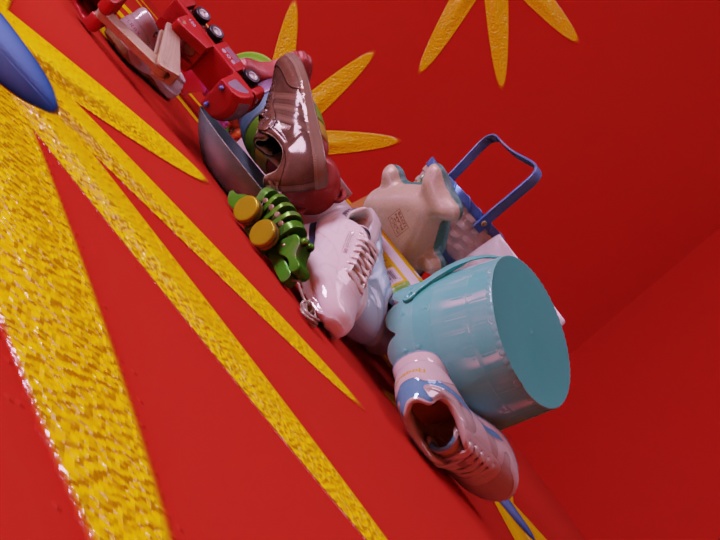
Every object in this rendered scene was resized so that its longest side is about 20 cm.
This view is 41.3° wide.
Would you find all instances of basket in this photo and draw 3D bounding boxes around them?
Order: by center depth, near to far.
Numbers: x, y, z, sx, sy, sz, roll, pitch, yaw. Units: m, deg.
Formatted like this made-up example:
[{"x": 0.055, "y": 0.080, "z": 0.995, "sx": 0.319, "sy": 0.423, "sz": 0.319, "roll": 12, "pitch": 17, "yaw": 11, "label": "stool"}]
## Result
[{"x": 0.160, "y": -0.107, "z": 1.414, "sx": 0.139, "sy": 0.199, "sz": 0.177, "roll": 49, "pitch": 2, "yaw": -28, "label": "basket"}]

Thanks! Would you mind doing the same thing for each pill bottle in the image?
[{"x": 0.000, "y": 0.000, "z": 1.232, "sx": 0.201, "sy": 0.111, "sz": 0.111, "roll": 52, "pitch": 3, "yaw": 30, "label": "pill bottle"}]

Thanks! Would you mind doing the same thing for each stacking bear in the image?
[{"x": -0.086, "y": -0.157, "z": 1.184, "sx": 0.202, "sy": 0.120, "sz": 0.114, "roll": 63, "pitch": -27, "yaw": 28, "label": "stacking bear"}]

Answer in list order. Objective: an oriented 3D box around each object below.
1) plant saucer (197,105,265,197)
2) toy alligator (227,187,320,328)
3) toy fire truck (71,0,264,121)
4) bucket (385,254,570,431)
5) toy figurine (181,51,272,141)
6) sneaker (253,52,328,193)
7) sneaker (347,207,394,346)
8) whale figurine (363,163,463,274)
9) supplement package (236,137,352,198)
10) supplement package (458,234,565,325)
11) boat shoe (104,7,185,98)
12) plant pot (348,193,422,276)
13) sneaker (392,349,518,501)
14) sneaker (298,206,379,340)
[{"x": -0.136, "y": -0.103, "z": 1.126, "sx": 0.202, "sy": 0.039, "sz": 0.201, "roll": 51, "pitch": 2, "yaw": -2, "label": "plant saucer"}, {"x": -0.073, "y": -0.028, "z": 0.961, "sx": 0.201, "sy": 0.054, "sz": 0.059, "roll": 53, "pitch": 4, "yaw": 36, "label": "toy alligator"}, {"x": -0.206, "y": -0.243, "z": 1.050, "sx": 0.201, "sy": 0.049, "sz": 0.141, "roll": 52, "pitch": 33, "yaw": -3, "label": "toy fire truck"}, {"x": 0.139, "y": 0.087, "z": 1.086, "sx": 0.206, "sy": 0.134, "sz": 0.210, "roll": 35, "pitch": 44, "yaw": -42, "label": "bucket"}, {"x": -0.218, "y": -0.270, "z": 1.528, "sx": 0.184, "sy": 0.148, "sz": 0.203, "roll": 3, "pitch": 70, "yaw": -68, "label": "toy figurine"}, {"x": -0.089, "y": -0.173, "z": 1.088, "sx": 0.071, "sy": 0.074, "sz": 0.202, "roll": 91, "pitch": -13, "yaw": -52, "label": "sneaker"}, {"x": 0.004, "y": 0.012, "z": 1.128, "sx": 0.082, "sy": 0.073, "sz": 0.201, "roll": 47, "pitch": 34, "yaw": -28, "label": "sneaker"}, {"x": 0.084, "y": -0.073, "z": 1.268, "sx": 0.161, "sy": 0.103, "sz": 0.200, "roll": 64, "pitch": -32, "yaw": 10, "label": "whale figurine"}, {"x": -0.105, "y": -0.149, "z": 1.478, "sx": 0.110, "sy": 0.114, "sz": 0.200, "roll": 49, "pitch": 2, "yaw": 18, "label": "supplement package"}, {"x": 0.148, "y": 0.082, "z": 1.332, "sx": 0.153, "sy": 0.150, "sz": 0.200, "roll": 53, "pitch": -27, "yaw": 8, "label": "supplement package"}, {"x": -0.247, "y": -0.270, "z": 1.186, "sx": 0.071, "sy": 0.069, "sz": 0.200, "roll": 50, "pitch": 2, "yaw": 5, "label": "boat shoe"}, {"x": 0.011, "y": -0.021, "z": 1.432, "sx": 0.201, "sy": 0.140, "sz": 0.200, "roll": 49, "pitch": 3, "yaw": -3, "label": "plant pot"}, {"x": 0.097, "y": 0.179, "z": 0.987, "sx": 0.200, "sy": 0.076, "sz": 0.081, "roll": 50, "pitch": 20, "yaw": -22, "label": "sneaker"}, {"x": -0.020, "y": -0.006, "z": 1.025, "sx": 0.201, "sy": 0.080, "sz": 0.077, "roll": -98, "pitch": 164, "yaw": -55, "label": "sneaker"}]
